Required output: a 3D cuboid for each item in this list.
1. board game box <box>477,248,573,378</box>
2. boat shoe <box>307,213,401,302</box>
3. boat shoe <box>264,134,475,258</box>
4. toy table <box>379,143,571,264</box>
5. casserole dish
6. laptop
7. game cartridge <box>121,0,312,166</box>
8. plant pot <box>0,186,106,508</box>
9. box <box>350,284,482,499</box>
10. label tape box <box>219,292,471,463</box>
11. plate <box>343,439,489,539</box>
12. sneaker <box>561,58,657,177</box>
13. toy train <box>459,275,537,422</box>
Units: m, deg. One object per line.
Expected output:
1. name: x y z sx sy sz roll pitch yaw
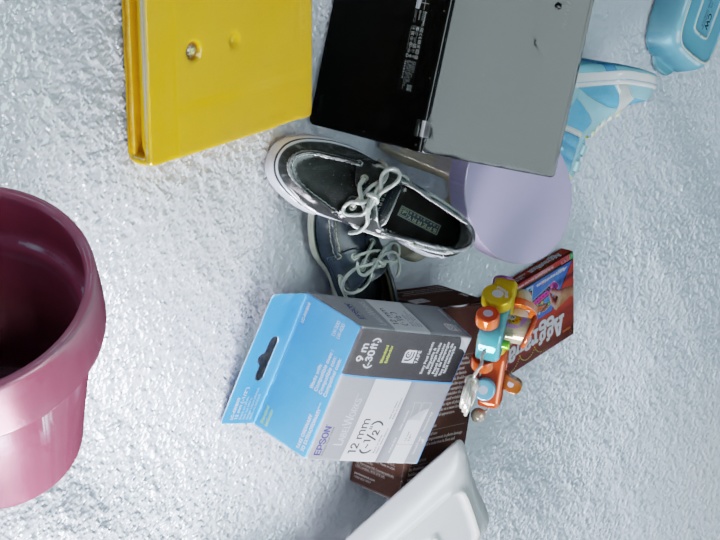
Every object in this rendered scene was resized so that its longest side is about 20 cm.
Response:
1. board game box: 0.167 0.058 1.949 0.200 0.019 0.103 -29 126 -42
2. boat shoe: 0.000 0.000 1.687 0.075 0.062 0.201 -35 129 -36
3. boat shoe: 0.011 -0.062 1.602 0.199 0.068 0.074 30 86 -17
4. toy table: 0.110 -0.087 1.744 0.184 0.117 0.200 -61 141 -14
5. casserole dish: 0.389 -0.316 2.059 0.121 0.039 0.201 24 86 -51
6. laptop: 0.081 -0.198 1.600 0.116 0.199 0.188 2 102 -54
7. game cartridge: -0.115 -0.194 1.500 0.200 0.032 0.177 -23 121 -47
8. plant pot: -0.275 0.070 1.292 0.200 0.199 0.180 -44 150 -31
9. box: 0.058 0.121 1.799 0.100 0.075 0.201 -5 109 -50
10. label tape box: -0.012 0.101 1.654 0.199 0.066 0.144 6 116 -40
11. plate: 0.052 0.282 1.812 0.199 0.032 0.200 -41 149 -12
12. sneaker: 0.231 -0.157 1.899 0.199 0.079 0.131 -3 105 -40
13. toy train: 0.139 0.082 1.741 0.200 0.055 0.151 -5 105 -82
